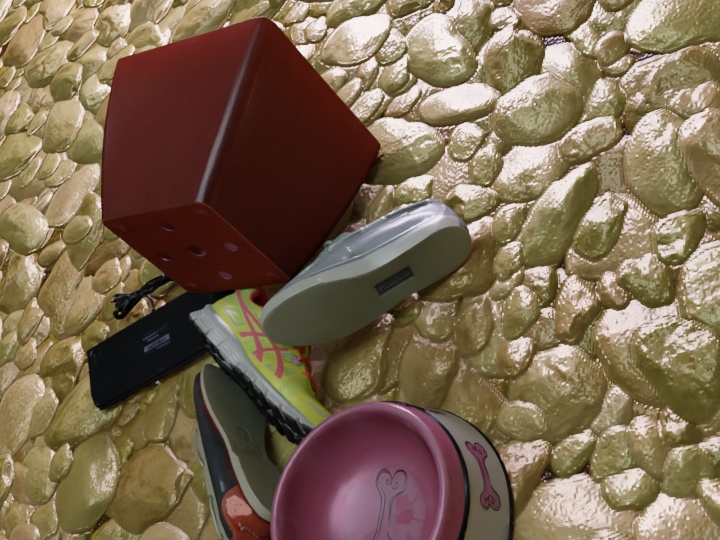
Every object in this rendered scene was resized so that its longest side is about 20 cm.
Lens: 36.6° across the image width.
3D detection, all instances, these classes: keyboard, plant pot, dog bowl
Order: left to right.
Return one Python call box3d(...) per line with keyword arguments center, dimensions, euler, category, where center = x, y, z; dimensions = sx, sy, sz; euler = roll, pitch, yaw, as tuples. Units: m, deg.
box3d(center=(-0.213, 0.058, 1.150), dimensions=(0.200, 0.021, 0.127), euler=(-28, 56, 21), category="keyboard")
box3d(center=(-0.130, -0.090, 1.031), dimensions=(0.200, 0.200, 0.176), euler=(-6, 55, 36), category="plant pot")
box3d(center=(0.015, 0.192, 0.855), dimensions=(0.200, 0.074, 0.200), euler=(-19, 54, 29), category="dog bowl")

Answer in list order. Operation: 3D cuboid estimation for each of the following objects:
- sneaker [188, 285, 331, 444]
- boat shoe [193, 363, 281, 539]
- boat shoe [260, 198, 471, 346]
box3d(center=(-0.073, 0.078, 0.994), dimensions=(0.090, 0.078, 0.200), euler=(-36, 56, -15), category="sneaker")
box3d(center=(-0.119, 0.165, 0.980), dimensions=(0.063, 0.071, 0.200), euler=(-50, 41, 20), category="boat shoe")
box3d(center=(0.000, -0.001, 0.972), dimensions=(0.201, 0.070, 0.072), euler=(-27, 39, 0), category="boat shoe")
